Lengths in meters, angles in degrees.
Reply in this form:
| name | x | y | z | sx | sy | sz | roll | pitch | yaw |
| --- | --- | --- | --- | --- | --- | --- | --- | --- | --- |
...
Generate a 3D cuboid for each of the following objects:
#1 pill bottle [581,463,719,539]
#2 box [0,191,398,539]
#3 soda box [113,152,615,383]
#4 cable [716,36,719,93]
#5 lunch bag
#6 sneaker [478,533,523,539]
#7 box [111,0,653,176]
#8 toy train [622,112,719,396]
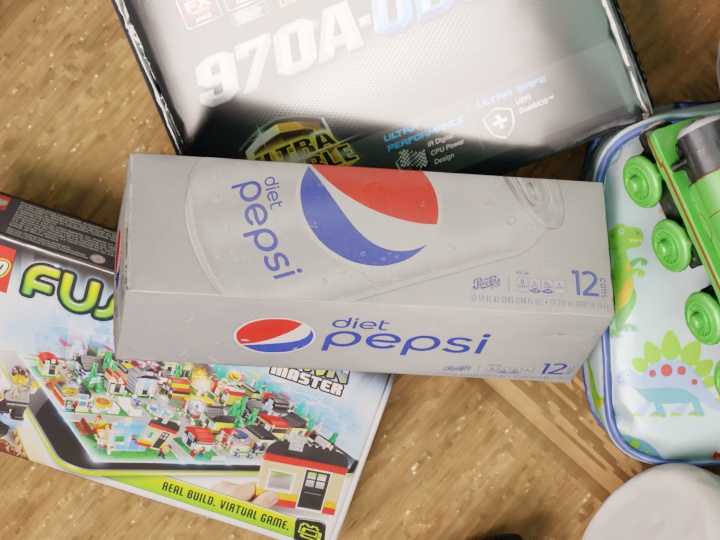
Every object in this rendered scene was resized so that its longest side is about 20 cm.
| name | x | y | z | sx | sy | sz | roll | pitch | yaw |
| --- | --- | --- | --- | --- | --- | --- | --- | --- | --- |
| pill bottle | 0.192 | 0.167 | 0.858 | 0.199 | 0.112 | 0.113 | 25 | 95 | -24 |
| box | -0.090 | 0.045 | 0.876 | 0.198 | 0.035 | 0.111 | 18 | 120 | -3 |
| soda box | 0.000 | 0.000 | 0.817 | 0.198 | 0.068 | 0.064 | 3 | 63 | -10 |
| cable | 0.163 | -0.127 | 0.826 | 0.097 | 0.050 | 0.201 | -27 | 75 | -8 |
| lunch bag | 0.195 | -0.001 | 0.873 | 0.198 | 0.082 | 0.163 | -4 | 96 | 0 |
| sneaker | 0.014 | 0.213 | 0.889 | 0.199 | 0.084 | 0.121 | -33 | 91 | 10 |
| box | 0.006 | -0.107 | 0.853 | 0.198 | 0.046 | 0.160 | -20 | 102 | 12 |
| toy train | 0.163 | 0.027 | 0.792 | 0.041 | 0.056 | 0.202 | -19 | 81 | -28 |
